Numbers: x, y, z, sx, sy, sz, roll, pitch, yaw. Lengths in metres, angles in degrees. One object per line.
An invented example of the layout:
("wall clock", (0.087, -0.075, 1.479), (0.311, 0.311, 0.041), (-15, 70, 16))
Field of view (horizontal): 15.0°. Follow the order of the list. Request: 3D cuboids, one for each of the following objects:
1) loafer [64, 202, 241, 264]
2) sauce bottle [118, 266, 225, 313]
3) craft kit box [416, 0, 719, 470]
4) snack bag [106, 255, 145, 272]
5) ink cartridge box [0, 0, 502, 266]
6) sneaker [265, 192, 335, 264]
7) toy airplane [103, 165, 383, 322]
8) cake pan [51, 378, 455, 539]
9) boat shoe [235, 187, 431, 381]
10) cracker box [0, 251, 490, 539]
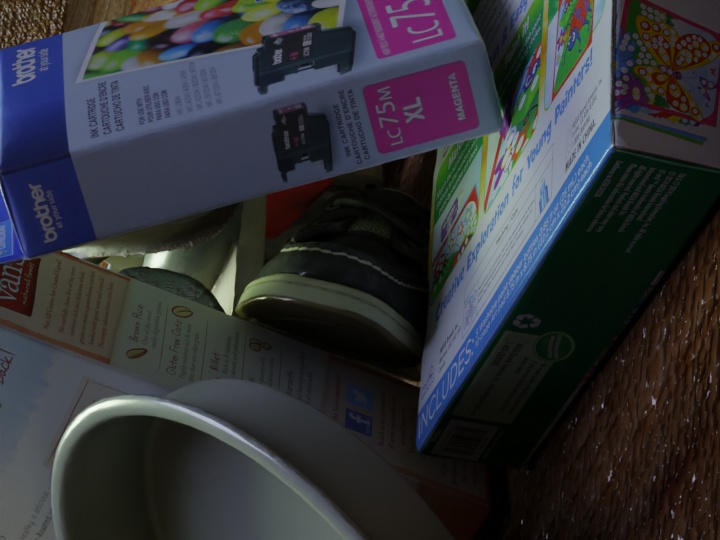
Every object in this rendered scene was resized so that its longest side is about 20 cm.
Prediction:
("loafer", (-0.114, -0.035, 1.067), (0.199, 0.071, 0.073), (3, 61, 40))
("sauce bottle", (-0.089, 0.089, 1.087), (0.065, 0.064, 0.201), (-91, 6, -46))
("craft kit box", (0.069, -0.065, 0.916), (0.200, 0.048, 0.198), (119, 156, -56))
("snack bag", (-0.082, 0.016, 1.272), (0.201, 0.021, 0.189), (87, -166, -47))
("ink cartridge box", (-0.057, -0.059, 0.948), (0.119, 0.199, 0.042), (-105, -2, -64))
("sneaker", (-0.032, -0.032, 1.277), (0.082, 0.074, 0.201), (70, -140, -73))
("toy airplane", (-0.055, -0.083, 1.116), (0.200, 0.140, 0.200), (-86, -5, -70))
("cake pan", (-0.021, 0.119, 0.895), (0.037, 0.200, 0.201), (-36, -16, -34))
("boat shoe", (0.001, 0.000, 1.033), (0.201, 0.071, 0.066), (40, -113, -80))
("cracker box", (-0.069, 0.081, 0.992), (0.058, 0.199, 0.134), (-88, 24, -53))
